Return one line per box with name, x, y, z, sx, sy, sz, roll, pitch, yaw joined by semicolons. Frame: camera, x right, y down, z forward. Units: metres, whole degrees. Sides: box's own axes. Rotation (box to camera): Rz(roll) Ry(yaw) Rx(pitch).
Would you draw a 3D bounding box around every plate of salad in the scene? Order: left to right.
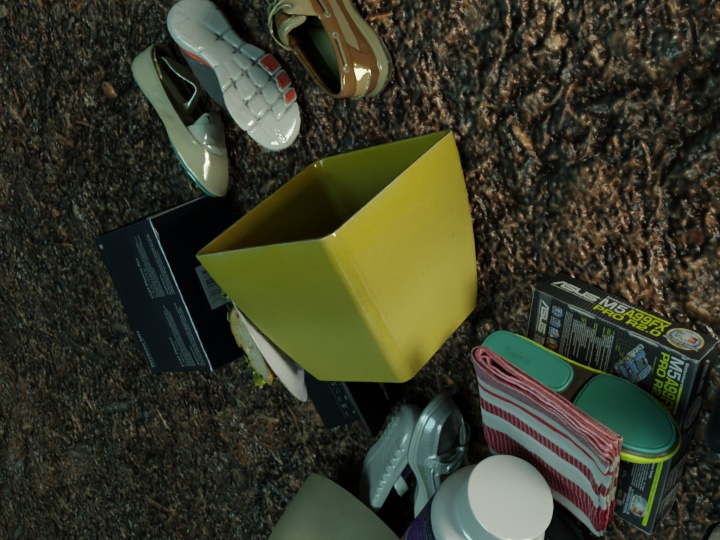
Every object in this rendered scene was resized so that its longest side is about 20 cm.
plate of salad;-0.116;0.058;1.040;0.201;0.048;0.200;60;-177;-4

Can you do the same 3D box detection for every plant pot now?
plant pot;-0.058;0.382;1.146;0.187;0.200;0.188;37;157;18
plant pot;0.000;0.000;0.937;0.200;0.200;0.177;-6;118;46

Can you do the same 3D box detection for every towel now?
towel;0.162;0.157;0.851;0.144;0.023;0.200;34;158;30

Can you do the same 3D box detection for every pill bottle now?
pill bottle;0.111;0.257;0.931;0.111;0.111;0.200;45;147;17

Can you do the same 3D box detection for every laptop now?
laptop;-0.052;0.110;1.105;0.200;0.103;0.178;-26;92;49

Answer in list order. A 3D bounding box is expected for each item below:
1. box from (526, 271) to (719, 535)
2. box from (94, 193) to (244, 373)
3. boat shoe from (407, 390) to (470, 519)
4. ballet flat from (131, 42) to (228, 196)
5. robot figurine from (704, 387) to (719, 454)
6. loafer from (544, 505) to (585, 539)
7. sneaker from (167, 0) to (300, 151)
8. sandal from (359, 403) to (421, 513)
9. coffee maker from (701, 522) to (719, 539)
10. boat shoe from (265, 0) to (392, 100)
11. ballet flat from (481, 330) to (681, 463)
box;0.224;0.121;0.881;0.160;0.044;0.201;25;128;33
box;-0.224;0.019;1.214;0.182;0.104;0.201;-9;105;53
boat shoe;0.096;0.217;1.044;0.065;0.074;0.203;19;128;30
ballet flat;-0.202;-0.182;1.130;0.200;0.069;0.069;56;139;7
robot figurine;0.358;0.120;0.689;0.200;0.150;0.125;-1;89;46
loafer;0.199;0.302;0.983;0.200;0.072;0.073;39;135;25
sneaker;-0.135;-0.209;1.056;0.200;0.077;0.082;54;165;9
sandal;0.042;0.229;1.112;0.050;0.083;0.203;12;141;-10
coffee maker;0.381;0.292;0.750;0.200;0.135;0.193;-6;107;47
boat shoe;-0.051;-0.248;0.929;0.200;0.074;0.076;51;138;11
ballet flat;0.189;0.117;0.842;0.200;0.067;0.067;28;151;35
